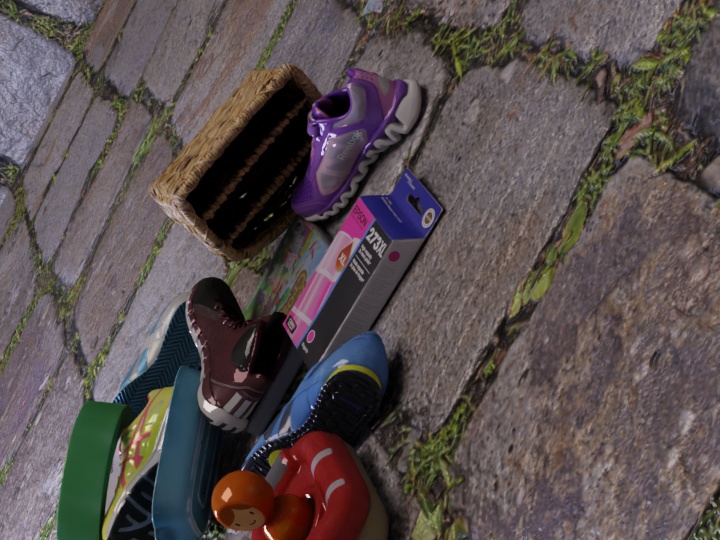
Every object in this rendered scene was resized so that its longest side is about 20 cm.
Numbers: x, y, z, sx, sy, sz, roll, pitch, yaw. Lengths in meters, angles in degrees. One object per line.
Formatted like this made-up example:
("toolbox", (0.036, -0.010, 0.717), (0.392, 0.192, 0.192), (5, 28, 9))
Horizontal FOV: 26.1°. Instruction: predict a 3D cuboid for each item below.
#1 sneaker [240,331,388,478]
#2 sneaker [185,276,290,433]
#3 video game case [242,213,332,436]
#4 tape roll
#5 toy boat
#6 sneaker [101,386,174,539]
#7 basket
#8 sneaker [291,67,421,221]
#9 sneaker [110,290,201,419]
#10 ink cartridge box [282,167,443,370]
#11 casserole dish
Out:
("sneaker", (-0.038, 0.132, 1.406), (0.200, 0.066, 0.078), (-49, 16, 32))
("sneaker", (-0.115, 0.061, 1.586), (0.116, 0.076, 0.200), (-46, 40, 30))
("video game case", (-0.084, 0.050, 1.632), (0.200, 0.022, 0.182), (-60, 23, 10))
("tape roll", (-0.293, 0.247, 1.733), (0.200, 0.048, 0.201), (7, -90, -89))
("toy boat", (-0.063, 0.206, 1.285), (0.131, 0.131, 0.200), (-60, 23, 11))
("sneaker", (-0.232, 0.213, 1.691), (0.090, 0.078, 0.200), (6, 60, 41))
("basket", (-0.107, -0.107, 1.673), (0.200, 0.143, 0.149), (-50, 18, -9))
("sneaker", (-0.024, -0.136, 1.606), (0.200, 0.088, 0.081), (-49, 29, 34))
("sneaker", (-0.232, 0.116, 1.835), (0.200, 0.076, 0.081), (-56, 15, 6))
("ink cartridge box", (0.000, 0.000, 1.473), (0.200, 0.037, 0.095), (-57, 32, 14))
("casserole dish", (-0.173, 0.192, 1.595), (0.121, 0.039, 0.200), (78, -162, -60))
